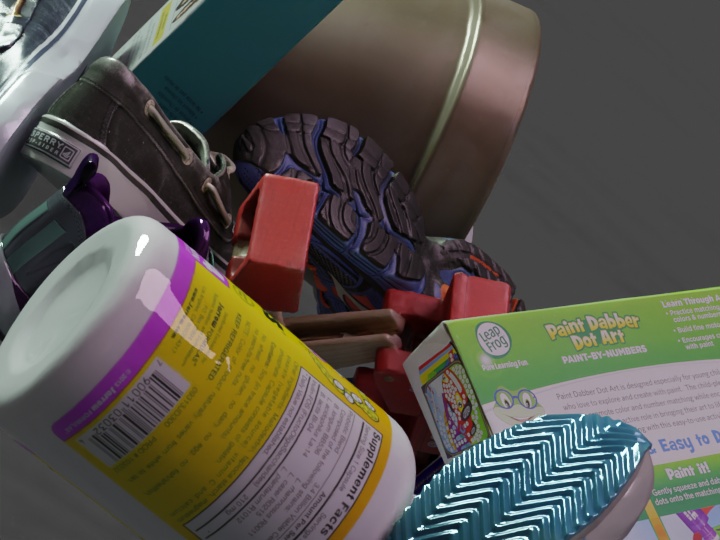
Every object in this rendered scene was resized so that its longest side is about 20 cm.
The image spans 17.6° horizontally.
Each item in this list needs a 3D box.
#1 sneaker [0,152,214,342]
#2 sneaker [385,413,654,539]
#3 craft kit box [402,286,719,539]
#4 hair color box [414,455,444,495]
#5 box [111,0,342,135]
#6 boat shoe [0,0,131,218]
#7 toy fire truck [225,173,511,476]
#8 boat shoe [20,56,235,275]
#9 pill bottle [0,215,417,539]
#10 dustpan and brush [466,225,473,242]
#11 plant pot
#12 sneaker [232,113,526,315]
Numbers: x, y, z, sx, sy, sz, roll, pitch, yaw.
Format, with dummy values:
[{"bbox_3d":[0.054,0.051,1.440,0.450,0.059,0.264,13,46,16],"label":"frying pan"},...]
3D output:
[{"bbox_3d":[-0.072,0.030,1.021,0.200,0.087,0.075,35,21,-35],"label":"sneaker"},{"bbox_3d":[0.047,0.141,0.922,0.076,0.200,0.081,27,-20,47],"label":"sneaker"},{"bbox_3d":[0.140,0.106,1.045,0.199,0.049,0.198,-5,64,-36],"label":"craft kit box"},{"bbox_3d":[0.056,0.173,1.064,0.109,0.065,0.200,45,16,-11],"label":"hair color box"},{"bbox_3d":[-0.071,-0.115,1.149,0.049,0.200,0.082,43,18,-15],"label":"box"},{"bbox_3d":[-0.179,-0.094,1.089,0.091,0.071,0.200,23,29,-1],"label":"boat shoe"},{"bbox_3d":[-0.001,0.036,1.118,0.140,0.200,0.049,11,59,-4],"label":"toy fire truck"},{"bbox_3d":[-0.086,-0.034,1.086,0.071,0.064,0.200,29,-10,25],"label":"boat shoe"},{"bbox_3d":[-0.049,0.076,0.952,0.200,0.104,0.104,41,18,-21],"label":"pill bottle"},{"bbox_3d":[0.061,0.042,1.290,0.139,0.057,0.201,19,70,-41],"label":"dustpan and brush"},{"bbox_3d":[-0.022,-0.091,1.276,0.173,0.200,0.200,26,22,-13],"label":"plant pot"},{"bbox_3d":[0.000,0.000,1.162,0.200,0.078,0.076,44,35,-32],"label":"sneaker"}]
